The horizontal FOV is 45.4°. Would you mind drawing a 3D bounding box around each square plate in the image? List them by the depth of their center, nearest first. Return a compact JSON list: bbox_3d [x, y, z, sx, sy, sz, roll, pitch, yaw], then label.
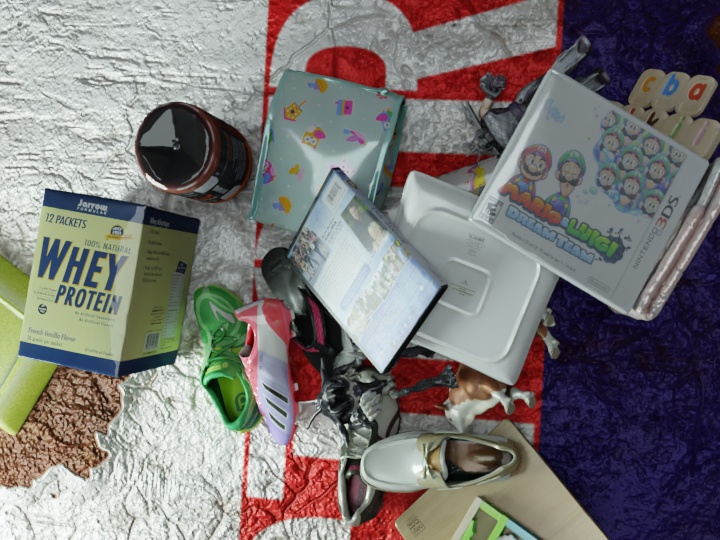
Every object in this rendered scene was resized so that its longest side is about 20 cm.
[{"bbox_3d":[0.116,0.015,0.973,0.197,0.028,0.201,21,115,8],"label":"square plate"}]

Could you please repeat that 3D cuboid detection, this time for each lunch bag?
[{"bbox_3d":[-0.040,-0.144,1.096,0.167,0.122,0.204,15,98,10],"label":"lunch bag"}]

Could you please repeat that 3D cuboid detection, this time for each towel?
[{"bbox_3d":[0.352,-0.032,0.990,0.032,0.200,0.193,30,94,7],"label":"towel"}]

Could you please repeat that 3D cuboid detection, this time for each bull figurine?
[{"bbox_3d":[0.172,0.118,1.070,0.120,0.065,0.203,19,86,50],"label":"bull figurine"}]

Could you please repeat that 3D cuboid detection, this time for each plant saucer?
[{"bbox_3d":[-0.523,0.097,1.209,0.198,0.048,0.202,34,95,8],"label":"plant saucer"}]

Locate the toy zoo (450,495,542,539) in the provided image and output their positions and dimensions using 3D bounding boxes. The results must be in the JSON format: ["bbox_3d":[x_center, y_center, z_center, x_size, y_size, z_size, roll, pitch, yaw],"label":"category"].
[{"bbox_3d":[0.187,0.379,1.008,0.198,0.020,0.133,33,91,23],"label":"toy zoo"}]

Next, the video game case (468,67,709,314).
[{"bbox_3d":[0.241,-0.084,0.910,0.198,0.024,0.184,30,90,-1],"label":"video game case"}]

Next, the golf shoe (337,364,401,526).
[{"bbox_3d":[0.008,0.225,1.103,0.075,0.088,0.205,3,88,11],"label":"golf shoe"}]

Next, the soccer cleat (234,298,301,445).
[{"bbox_3d":[-0.121,0.133,1.111,0.075,0.067,0.204,-7,110,-18],"label":"soccer cleat"}]

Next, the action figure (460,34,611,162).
[{"bbox_3d":[0.211,-0.206,1.080,0.199,0.070,0.131,-36,102,12],"label":"action figure"}]

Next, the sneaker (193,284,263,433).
[{"bbox_3d":[-0.174,0.115,1.134,0.073,0.084,0.204,-18,86,9],"label":"sneaker"}]

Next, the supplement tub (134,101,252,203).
[{"bbox_3d":[-0.198,-0.141,1.080,0.105,0.200,0.110,0,89,10],"label":"supplement tub"}]

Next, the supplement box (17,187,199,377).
[{"bbox_3d":[-0.312,0.015,1.098,0.131,0.200,0.204,10,90,8],"label":"supplement box"}]

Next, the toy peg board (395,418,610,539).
[{"bbox_3d":[0.184,0.332,1.083,0.200,0.098,0.200,-43,68,6],"label":"toy peg board"}]

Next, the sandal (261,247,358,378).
[{"bbox_3d":[-0.075,0.062,1.129,0.075,0.045,0.202,-38,81,26],"label":"sandal"}]

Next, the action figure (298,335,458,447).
[{"bbox_3d":[0.013,0.134,1.050,0.196,0.102,0.121,-21,62,1],"label":"action figure"}]

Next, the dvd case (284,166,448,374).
[{"bbox_3d":[0.000,0.000,0.999,0.200,0.017,0.144,48,126,22],"label":"dvd case"}]

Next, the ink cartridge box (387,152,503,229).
[{"bbox_3d":[0.149,-0.082,1.026,0.197,0.145,0.085,-19,101,21],"label":"ink cartridge box"}]

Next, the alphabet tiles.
[{"bbox_3d":[0.329,-0.142,1.012,0.014,0.200,0.198,26,94,-29],"label":"alphabet tiles"}]

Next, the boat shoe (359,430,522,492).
[{"bbox_3d":[0.093,0.224,1.028,0.195,0.068,0.076,-8,75,5],"label":"boat shoe"}]
